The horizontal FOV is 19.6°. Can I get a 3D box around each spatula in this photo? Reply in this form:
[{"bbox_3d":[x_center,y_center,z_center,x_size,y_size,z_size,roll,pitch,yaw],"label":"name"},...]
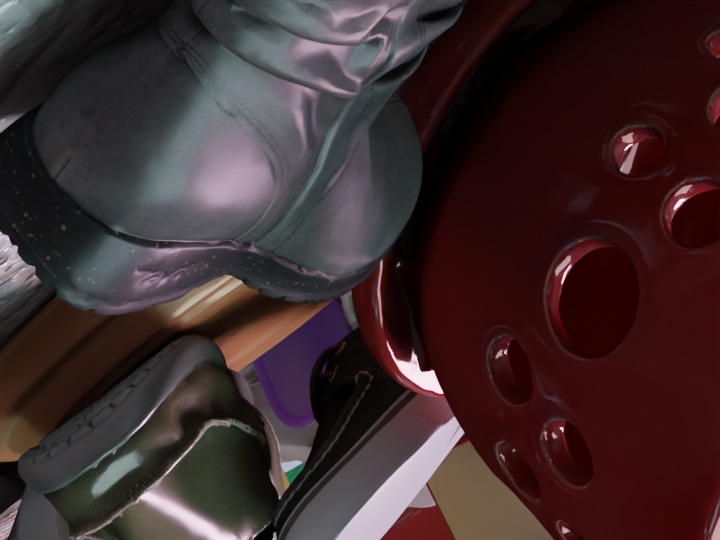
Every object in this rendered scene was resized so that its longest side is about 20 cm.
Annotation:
[{"bbox_3d":[0.000,0.000,0.873,0.020,0.057,0.200,-8,151,-29],"label":"spatula"}]

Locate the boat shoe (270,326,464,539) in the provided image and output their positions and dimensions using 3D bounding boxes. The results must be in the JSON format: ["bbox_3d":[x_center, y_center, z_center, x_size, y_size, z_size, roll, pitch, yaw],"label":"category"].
[{"bbox_3d":[0.012,0.047,0.787,0.200,0.056,0.069,-44,165,-52],"label":"boat shoe"}]

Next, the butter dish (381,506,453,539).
[{"bbox_3d":[0.048,0.112,1.338,0.200,0.147,0.201,127,-21,-58],"label":"butter dish"}]

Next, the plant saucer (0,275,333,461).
[{"bbox_3d":[-0.053,0.011,0.763,0.200,0.032,0.200,-34,171,-6],"label":"plant saucer"}]

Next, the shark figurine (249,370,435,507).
[{"bbox_3d":[-0.033,0.094,1.013,0.213,0.090,0.129,-3,132,-25],"label":"shark figurine"}]

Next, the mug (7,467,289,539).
[{"bbox_3d":[-0.069,0.127,0.892,0.185,0.151,0.153,8,157,-2],"label":"mug"}]

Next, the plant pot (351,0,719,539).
[{"bbox_3d":[0.106,0.001,0.677,0.200,0.182,0.202,-34,142,-32],"label":"plant pot"}]

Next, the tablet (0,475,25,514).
[{"bbox_3d":[-0.229,0.143,0.844,0.199,0.014,0.130,-35,171,-4],"label":"tablet"}]

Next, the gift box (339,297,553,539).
[{"bbox_3d":[0.122,0.010,0.965,0.186,0.186,0.200,-30,178,27],"label":"gift box"}]

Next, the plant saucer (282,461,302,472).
[{"bbox_3d":[0.013,0.045,1.154,0.200,0.039,0.201,-34,171,-6],"label":"plant saucer"}]

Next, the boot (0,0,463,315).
[{"bbox_3d":[0.001,-0.055,0.525,0.132,0.070,0.200,-45,173,22],"label":"boot"}]

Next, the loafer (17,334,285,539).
[{"bbox_3d":[-0.058,0.072,0.730,0.075,0.070,0.200,-36,171,6],"label":"loafer"}]
